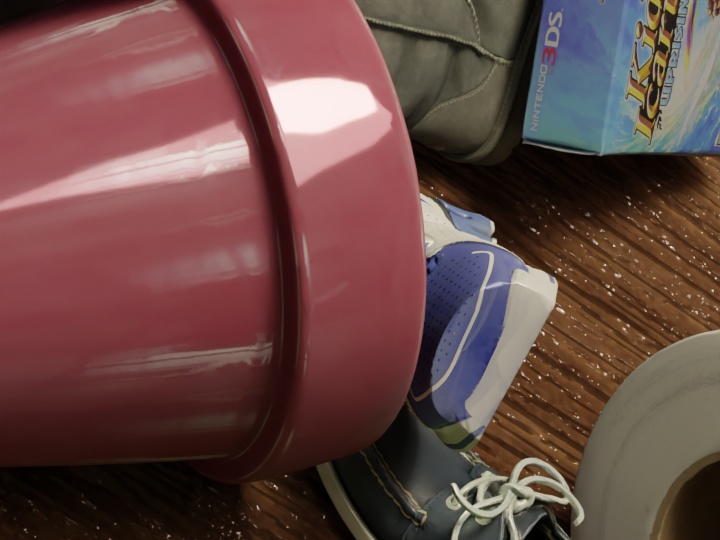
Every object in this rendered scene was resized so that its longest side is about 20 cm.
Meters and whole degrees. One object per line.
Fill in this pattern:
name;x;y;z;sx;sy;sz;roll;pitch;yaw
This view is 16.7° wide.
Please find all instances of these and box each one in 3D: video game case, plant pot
video game case;0.147;-0.154;1.153;0.181;0.045;0.201;-5;106;-60
plant pot;-0.099;-0.012;0.872;0.178;0.200;0.201;-12;67;-27

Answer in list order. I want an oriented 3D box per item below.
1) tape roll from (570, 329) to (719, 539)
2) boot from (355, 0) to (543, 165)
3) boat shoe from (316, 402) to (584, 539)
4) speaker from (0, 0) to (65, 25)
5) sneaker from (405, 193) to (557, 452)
tape roll;0.204;0.115;1.009;0.139;0.203;0.204;-9;66;-42
boot;0.009;-0.133;1.064;0.199;0.072;0.183;10;86;-47
boat shoe;0.056;0.115;0.987;0.200;0.062;0.075;53;41;7
speaker;-0.152;-0.131;0.949;0.081;0.081;0.200;49;27;1
sneaker;0.000;0.000;0.977;0.115;0.081;0.199;27;8;-14
